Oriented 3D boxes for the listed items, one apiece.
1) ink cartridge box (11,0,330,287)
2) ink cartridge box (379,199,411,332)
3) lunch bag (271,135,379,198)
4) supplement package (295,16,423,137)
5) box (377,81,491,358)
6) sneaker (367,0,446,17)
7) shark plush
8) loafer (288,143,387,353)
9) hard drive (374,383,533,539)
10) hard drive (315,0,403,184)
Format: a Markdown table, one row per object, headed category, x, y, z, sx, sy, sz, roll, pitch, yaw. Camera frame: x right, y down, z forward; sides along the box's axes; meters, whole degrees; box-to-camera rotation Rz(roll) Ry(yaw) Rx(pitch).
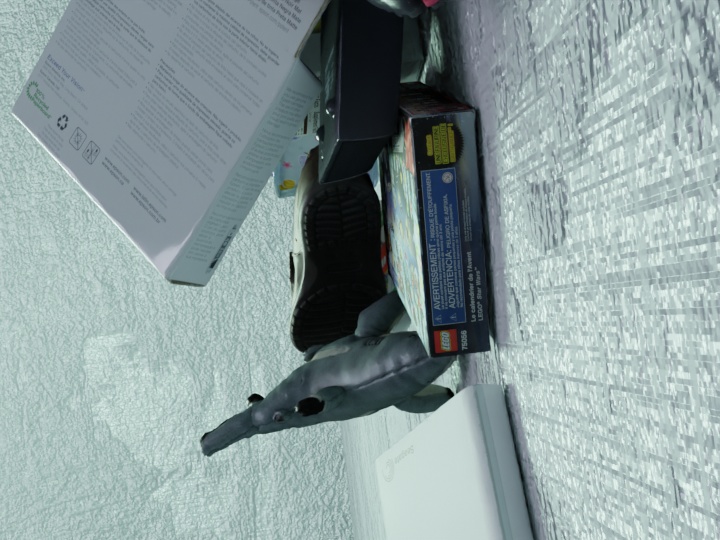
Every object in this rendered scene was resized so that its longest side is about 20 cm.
| category | x | y | z | sx | sy | sz | roll | pitch | yaw |
| --- | --- | --- | --- | --- | --- | --- | --- | --- | --- |
| ink cartridge box | -0.114 | -0.128 | 0.735 | 0.200 | 0.040 | 0.201 | 43 | 110 | 31 |
| ink cartridge box | 0.000 | 0.000 | 0.979 | 0.109 | 0.050 | 0.201 | -55 | -27 | -42 |
| lunch bag | -0.044 | -0.195 | 1.082 | 0.201 | 0.126 | 0.171 | 99 | 162 | -52 |
| supplement package | -0.069 | -0.207 | 0.878 | 0.147 | 0.198 | 0.193 | 108 | 154 | -79 |
| box | 0.040 | -0.041 | 0.747 | 0.200 | 0.039 | 0.138 | -113 | 18 | -76 |
| sneaker | -0.014 | -0.186 | 0.592 | 0.075 | 0.081 | 0.200 | 41 | 171 | -35 |
| shark plush | -0.026 | 0.076 | 0.832 | 0.083 | 0.198 | 0.092 | -49 | -53 | -75 |
| loafer | -0.016 | -0.013 | 0.866 | 0.201 | 0.072 | 0.071 | 99 | 167 | -48 |
| hard drive | 0.058 | 0.182 | 0.666 | 0.132 | 0.026 | 0.202 | 132 | 136 | -53 |
| hard drive | -0.002 | -0.162 | 0.726 | 0.135 | 0.042 | 0.202 | 133 | 139 | -79 |
